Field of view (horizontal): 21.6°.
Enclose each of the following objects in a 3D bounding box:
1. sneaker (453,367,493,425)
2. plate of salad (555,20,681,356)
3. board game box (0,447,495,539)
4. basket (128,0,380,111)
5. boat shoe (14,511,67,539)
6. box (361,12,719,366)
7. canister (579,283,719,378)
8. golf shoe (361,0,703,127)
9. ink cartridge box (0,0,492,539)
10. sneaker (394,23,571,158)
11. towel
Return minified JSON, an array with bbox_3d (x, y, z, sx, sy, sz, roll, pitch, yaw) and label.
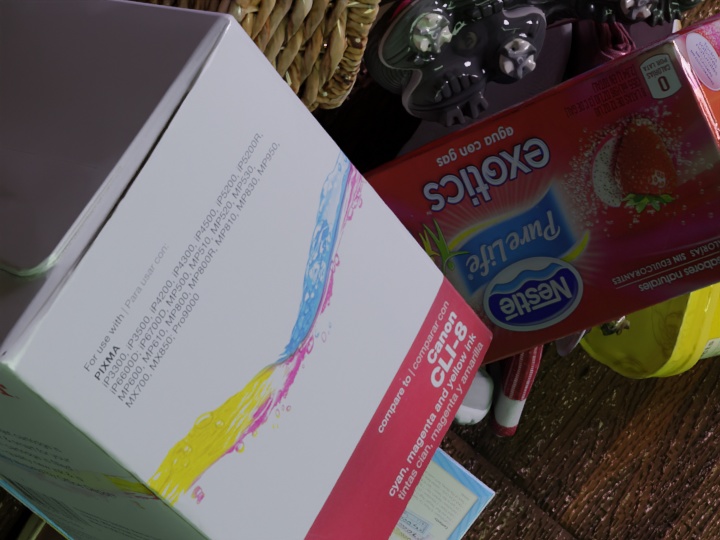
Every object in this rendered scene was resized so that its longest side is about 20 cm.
[{"bbox_3d":[0.000,0.000,0.876,0.200,0.075,0.082,41,81,-27],"label":"sneaker"},{"bbox_3d":[0.135,-0.052,0.935,0.048,0.200,0.201,15,106,-2],"label":"plate of salad"},{"bbox_3d":[-0.059,0.090,0.841,0.200,0.034,0.135,39,83,-2],"label":"board game box"},{"bbox_3d":[-0.016,-0.166,0.753,0.148,0.143,0.201,-3,115,-39],"label":"basket"},{"bbox_3d":[-0.083,0.112,0.895,0.200,0.072,0.072,-38,132,-20],"label":"boat shoe"},{"bbox_3d":[0.087,-0.027,0.793,0.100,0.199,0.096,-28,95,-54],"label":"box"},{"bbox_3d":[0.224,-0.024,1.085,0.199,0.086,0.149,-8,117,-40],"label":"canister"},{"bbox_3d":[0.085,-0.140,0.820,0.199,0.088,0.077,-25,122,-12],"label":"golf shoe"},{"bbox_3d":[-0.078,0.015,0.694,0.145,0.145,0.200,-59,136,-19],"label":"ink cartridge box"},{"bbox_3d":[0.054,-0.056,0.936,0.201,0.075,0.089,-62,178,21],"label":"sneaker"},{"bbox_3d":[0.094,-0.037,0.926,0.023,0.144,0.201,12,115,-4],"label":"towel"}]
